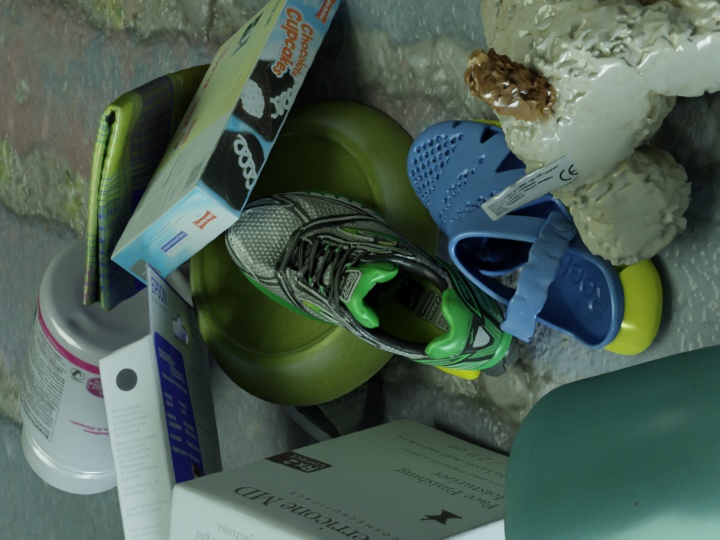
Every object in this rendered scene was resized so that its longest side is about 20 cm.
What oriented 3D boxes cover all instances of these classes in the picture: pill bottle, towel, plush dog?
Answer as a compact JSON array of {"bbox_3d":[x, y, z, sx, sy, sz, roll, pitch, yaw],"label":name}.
[{"bbox_3d":[-0.193,0.075,1.481,0.114,0.112,0.201,60,150,26],"label":"pill bottle"},{"bbox_3d":[-0.135,-0.060,1.353,0.023,0.200,0.145,10,104,15],"label":"towel"},{"bbox_3d":[0.111,-0.126,1.054,0.173,0.159,0.201,-105,30,-49],"label":"plush dog"}]

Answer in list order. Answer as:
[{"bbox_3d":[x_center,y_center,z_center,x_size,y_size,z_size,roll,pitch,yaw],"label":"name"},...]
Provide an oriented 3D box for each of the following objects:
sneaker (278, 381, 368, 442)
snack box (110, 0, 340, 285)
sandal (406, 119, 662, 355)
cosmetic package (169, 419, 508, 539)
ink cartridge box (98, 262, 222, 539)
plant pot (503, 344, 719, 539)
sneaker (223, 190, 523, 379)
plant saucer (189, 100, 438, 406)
[{"bbox_3d":[-0.055,0.046,1.361,0.201,0.074,0.088,55,152,35],"label":"sneaker"},{"bbox_3d":[-0.084,-0.093,1.283,0.116,0.037,0.201,-34,26,49],"label":"snack box"},{"bbox_3d":[0.083,-0.022,1.139,0.200,0.086,0.080,44,131,42],"label":"sandal"},{"bbox_3d":[0.013,0.201,1.163,0.164,0.199,0.167,15,108,43],"label":"cosmetic package"},{"bbox_3d":[-0.121,0.113,1.277,0.198,0.043,0.202,64,-162,-76],"label":"ink cartridge box"},{"bbox_3d":[0.193,0.124,0.943,0.160,0.200,0.203,-26,76,38],"label":"plant pot"},{"bbox_3d":[0.000,0.000,1.179,0.199,0.085,0.079,21,91,28],"label":"sneaker"},{"bbox_3d":[-0.040,-0.015,1.281,0.198,0.031,0.202,-10,73,34],"label":"plant saucer"}]
